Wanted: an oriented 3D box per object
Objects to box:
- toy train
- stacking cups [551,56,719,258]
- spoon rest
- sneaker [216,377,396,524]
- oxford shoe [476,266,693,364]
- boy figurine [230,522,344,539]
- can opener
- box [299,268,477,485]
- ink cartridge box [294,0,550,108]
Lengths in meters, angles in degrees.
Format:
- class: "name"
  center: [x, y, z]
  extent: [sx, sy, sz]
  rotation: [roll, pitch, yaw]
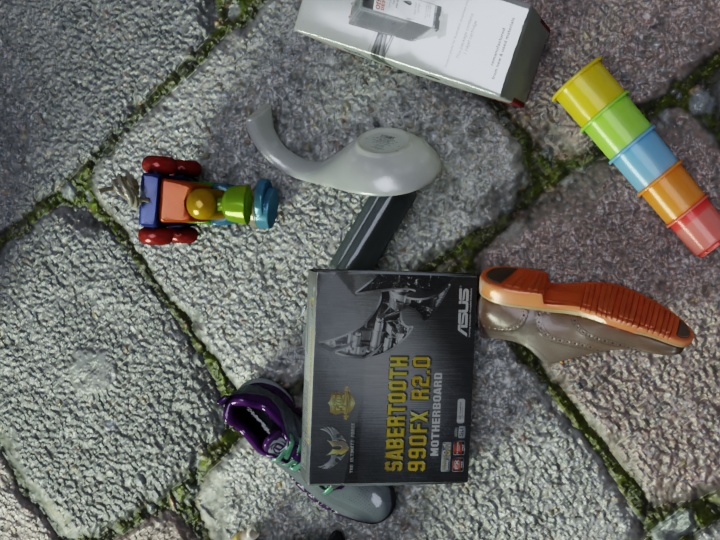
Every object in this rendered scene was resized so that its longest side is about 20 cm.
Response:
- class: "toy train"
  center: [-0.155, -0.064, 1.036]
  extent: [0.115, 0.200, 0.085]
  rotation: [4, 93, 10]
- class: "stacking cups"
  center: [0.262, -0.103, 0.992]
  extent: [0.060, 0.060, 0.200]
  rotation: [-43, 83, 13]
- class: "spoon rest"
  center: [-0.016, -0.111, 1.060]
  extent: [0.199, 0.099, 0.061]
  rotation: [18, 131, 24]
- class: "sneaker"
  center: [-0.058, 0.187, 1.075]
  extent: [0.200, 0.088, 0.075]
  rotation: [36, 101, 11]
- class: "oxford shoe"
  center: [0.205, 0.052, 1.017]
  extent: [0.199, 0.071, 0.073]
  rotation: [15, 116, 19]
- class: "boy figurine"
  center: [-0.105, 0.320, 1.107]
  extent: [0.199, 0.064, 0.125]
  rotation: [-18, 90, 12]
- class: "can opener"
  center: [0.000, 0.000, 1.078]
  extent: [0.066, 0.053, 0.201]
  rotation: [22, 102, -21]
- class: "box"
  center: [0.026, 0.099, 1.035]
  extent: [0.158, 0.048, 0.201]
  rotation: [2, 93, -14]
- class: "ink cartridge box"
  center: [0.059, -0.220, 0.996]
  extent: [0.199, 0.147, 0.083]
  rotation: [21, 99, 14]
